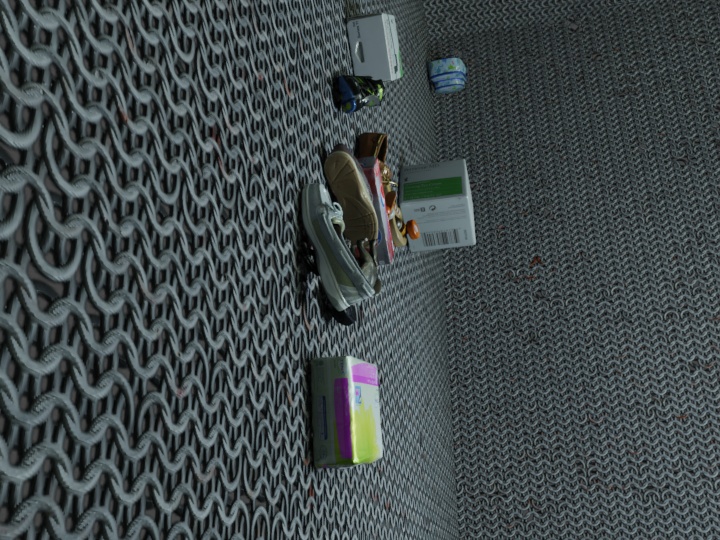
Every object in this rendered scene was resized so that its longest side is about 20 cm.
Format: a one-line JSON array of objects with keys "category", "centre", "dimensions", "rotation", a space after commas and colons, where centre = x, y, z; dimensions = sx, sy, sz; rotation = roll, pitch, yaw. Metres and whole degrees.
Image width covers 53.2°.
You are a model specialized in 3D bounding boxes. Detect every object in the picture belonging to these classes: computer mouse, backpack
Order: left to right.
[{"category": "computer mouse", "centre": [-0.053, 0.028, 1.082], "dimensions": [0.200, 0.034, 0.059], "rotation": [58, 15, -51]}, {"category": "backpack", "centre": [0.411, -0.920, 3.392], "dimensions": [0.200, 0.182, 0.148], "rotation": [3, 81, -73]}]

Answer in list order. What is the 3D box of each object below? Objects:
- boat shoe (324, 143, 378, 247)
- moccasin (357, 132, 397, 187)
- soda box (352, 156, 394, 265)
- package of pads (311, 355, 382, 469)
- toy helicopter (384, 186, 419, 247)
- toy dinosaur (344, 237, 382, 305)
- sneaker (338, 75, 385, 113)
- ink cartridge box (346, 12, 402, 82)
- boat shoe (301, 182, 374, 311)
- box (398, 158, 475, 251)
[{"category": "boat shoe", "centre": [-0.010, -0.130, 1.255], "dimensions": [0.065, 0.072, 0.201], "rotation": [-75, 151, -47]}, {"category": "moccasin", "centre": [0.034, -0.198, 1.475], "dimensions": [0.074, 0.077, 0.202], "rotation": [69, 19, -51]}, {"category": "soda box", "centre": [0.013, -0.108, 1.351], "dimensions": [0.063, 0.070, 0.201], "rotation": [-73, 155, -61]}, {"category": "package of pads", "centre": [-0.016, 0.212, 1.064], "dimensions": [0.200, 0.068, 0.155], "rotation": [39, 46, -73]}, {"category": "toy helicopter", "centre": [0.064, -0.152, 1.674], "dimensions": [0.132, 0.079, 0.201], "rotation": [0, 74, -69]}, {"category": "toy dinosaur", "centre": [0.000, 0.000, 1.228], "dimensions": [0.200, 0.077, 0.103], "rotation": [23, 55, -80]}, {"category": "sneaker", "centre": [0.005, -0.350, 1.398], "dimensions": [0.200, 0.082, 0.071], "rotation": [-61, 144, -69]}, {"category": "ink cartridge box", "centre": [0.035, -0.495, 1.612], "dimensions": [0.200, 0.083, 0.147], "rotation": [-60, 142, -69]}, {"category": "boat shoe", "centre": [-0.035, -0.042, 1.036], "dimensions": [0.074, 0.065, 0.203], "rotation": [51, 20, -61]}, {"category": "box", "centre": [0.225, -0.188, 2.093], "dimensions": [0.200, 0.198, 0.172], "rotation": [72, 16, -45]}]
